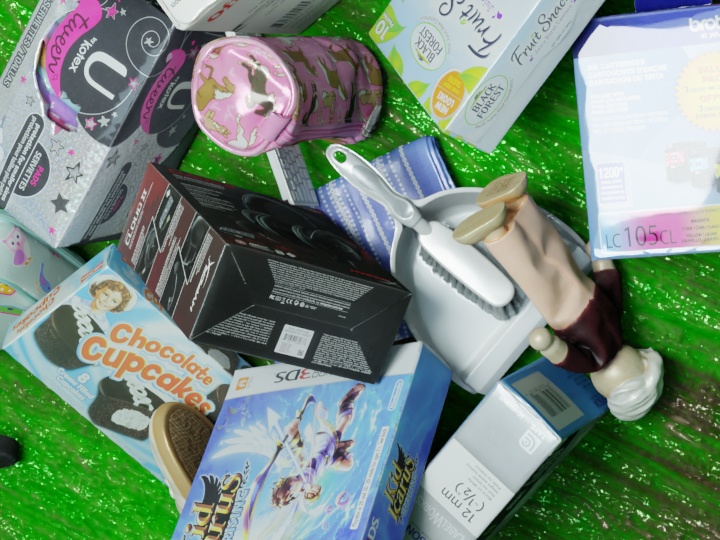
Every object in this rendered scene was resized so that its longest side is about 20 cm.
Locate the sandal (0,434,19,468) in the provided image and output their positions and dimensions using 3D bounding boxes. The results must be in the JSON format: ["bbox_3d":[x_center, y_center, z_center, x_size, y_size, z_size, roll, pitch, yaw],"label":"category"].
[{"bbox_3d":[-0.381,0.146,1.548,0.200,0.075,0.048,-6,69,15],"label":"sandal"}]

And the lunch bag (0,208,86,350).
[{"bbox_3d":[-0.326,0.014,1.458,0.200,0.160,0.077,-8,68,23],"label":"lunch bag"}]

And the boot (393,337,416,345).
[{"bbox_3d":[-0.019,0.154,1.349,0.070,0.146,0.200,35,116,-15],"label":"boot"}]

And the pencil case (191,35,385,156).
[{"bbox_3d":[-0.049,-0.127,1.304,0.086,0.200,0.083,6,98,20],"label":"pencil case"}]

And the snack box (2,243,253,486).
[{"bbox_3d":[-0.162,0.081,1.409,0.116,0.037,0.200,-37,115,22],"label":"snack box"}]

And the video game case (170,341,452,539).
[{"bbox_3d":[-0.042,0.151,1.284,0.181,0.200,0.045,-12,136,38],"label":"video game case"}]

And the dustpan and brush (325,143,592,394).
[{"bbox_3d":[0.054,-0.022,1.321,0.200,0.057,0.140,40,89,6],"label":"dustpan and brush"}]

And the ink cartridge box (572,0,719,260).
[{"bbox_3d":[0.223,-0.112,1.267,0.136,0.076,0.200,-4,93,22],"label":"ink cartridge box"}]

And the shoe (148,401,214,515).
[{"bbox_3d":[-0.116,0.188,1.410,0.053,0.070,0.200,-16,116,27],"label":"shoe"}]

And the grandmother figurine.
[{"bbox_3d":[0.150,0.024,1.291,0.061,0.121,0.200,-13,120,53],"label":"grandmother figurine"}]

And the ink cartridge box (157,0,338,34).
[{"bbox_3d":[-0.056,-0.241,1.293,0.145,0.200,0.084,-38,82,21],"label":"ink cartridge box"}]

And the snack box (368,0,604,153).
[{"bbox_3d":[0.104,-0.203,1.277,0.200,0.053,0.142,-54,39,19],"label":"snack box"}]

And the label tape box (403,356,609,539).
[{"bbox_3d":[0.082,0.159,1.316,0.066,0.143,0.200,41,109,13],"label":"label tape box"}]

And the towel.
[{"bbox_3d":[0.000,0.000,1.395,0.200,0.024,0.145,-25,86,22],"label":"towel"}]

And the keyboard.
[{"bbox_3d":[-0.074,-0.143,1.381,0.011,0.056,0.200,-21,84,24],"label":"keyboard"}]

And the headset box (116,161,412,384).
[{"bbox_3d":[-0.076,-0.004,1.304,0.077,0.149,0.200,-67,29,13],"label":"headset box"}]

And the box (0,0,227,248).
[{"bbox_3d":[-0.195,-0.130,1.398,0.115,0.132,0.200,35,107,16],"label":"box"}]
